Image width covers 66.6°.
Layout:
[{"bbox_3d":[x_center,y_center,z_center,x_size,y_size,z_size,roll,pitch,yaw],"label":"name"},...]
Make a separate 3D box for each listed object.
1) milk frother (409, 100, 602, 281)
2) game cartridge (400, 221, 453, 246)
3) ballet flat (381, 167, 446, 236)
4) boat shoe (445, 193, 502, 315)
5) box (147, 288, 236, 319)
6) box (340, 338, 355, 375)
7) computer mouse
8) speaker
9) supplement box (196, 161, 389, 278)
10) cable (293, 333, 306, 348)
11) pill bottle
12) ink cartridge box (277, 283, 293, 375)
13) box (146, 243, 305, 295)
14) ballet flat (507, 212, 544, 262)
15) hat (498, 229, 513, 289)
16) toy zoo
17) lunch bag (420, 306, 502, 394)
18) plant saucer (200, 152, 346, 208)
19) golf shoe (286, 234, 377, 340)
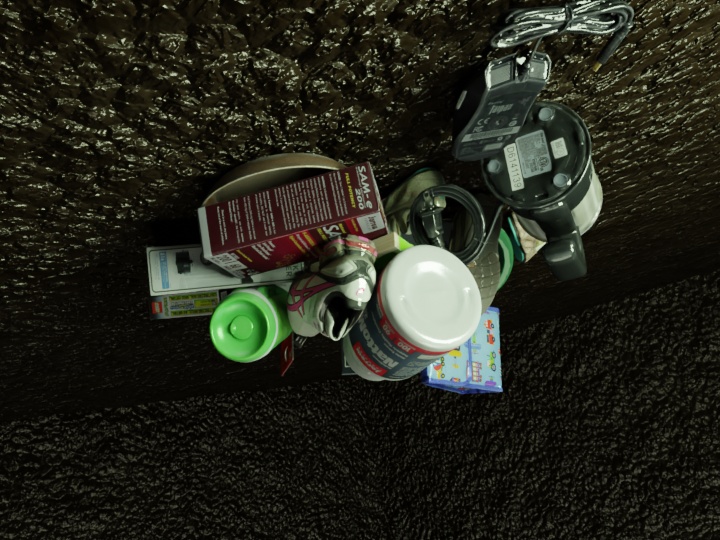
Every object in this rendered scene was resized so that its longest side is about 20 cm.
[{"bbox_3d":[0.184,-0.081,0.676,0.197,0.184,0.187,4,173,29],"label":"milk frother"},{"bbox_3d":[0.089,-0.002,0.908,0.197,0.135,0.041,-17,164,23],"label":"game cartridge"},{"bbox_3d":[0.045,-0.072,0.761,0.066,0.063,0.199,-2,162,-32],"label":"ballet flat"},{"bbox_3d":[0.162,-0.015,0.815,0.074,0.203,0.073,26,155,-20],"label":"boat shoe"},{"bbox_3d":[-0.235,0.042,0.868,0.108,0.035,0.200,-5,-177,8],"label":"box"},{"bbox_3d":[0.067,0.099,1.071,0.197,0.202,0.123,-8,169,32],"label":"box"},{"bbox_3d":[0.157,-0.181,0.511,0.138,0.047,0.201,-15,160,-8],"label":"computer mouse"},{"bbox_3d":[-0.134,0.064,0.722,0.087,0.090,0.200,-12,180,2],"label":"speaker"},{"bbox_3d":[-0.071,-0.052,0.629,0.197,0.062,0.109,-15,165,6],"label":"supplement box"},{"bbox_3d":[-0.052,0.038,0.905,0.050,0.202,0.097,29,137,-15],"label":"cable"},{"bbox_3d":[0.049,0.066,0.666,0.118,0.121,0.200,-5,157,-23],"label":"pill bottle"},{"bbox_3d":[-0.143,0.078,0.930,0.043,0.177,0.200,3,162,-12],"label":"ink cartridge box"},{"bbox_3d":[-0.178,-0.007,0.748,0.196,0.061,0.117,-6,-179,-14],"label":"box"},{"bbox_3d":[0.309,-0.063,0.999,0.066,0.069,0.200,-22,165,11],"label":"ballet flat"},{"bbox_3d":[0.186,-0.049,1.036,0.163,0.177,0.202,-18,124,7],"label":"hat"},{"bbox_3d":[0.045,0.015,0.727,0.130,0.021,0.199,-19,150,30],"label":"toy zoo"},{"bbox_3d":[0.156,0.128,0.958,0.198,0.153,0.093,18,157,-42],"label":"lunch bag"},{"bbox_3d":[-0.093,-0.089,0.656,0.197,0.033,0.201,-12,164,-3],"label":"plant saucer"},{"bbox_3d":[-0.044,0.043,0.646,0.071,0.093,0.200,14,147,-18],"label":"golf shoe"}]
